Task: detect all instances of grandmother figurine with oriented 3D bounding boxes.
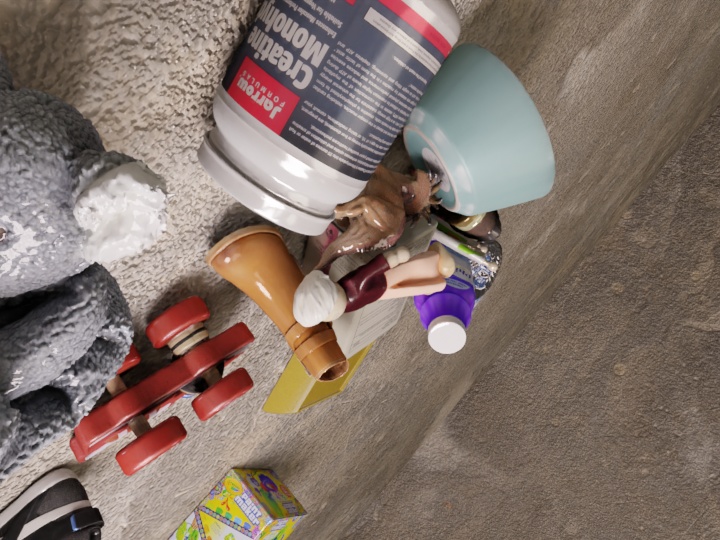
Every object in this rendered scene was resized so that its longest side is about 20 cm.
[{"bbox_3d":[0.015,0.015,0.638,0.198,0.061,0.122,-16,149,-37],"label":"grandmother figurine"}]

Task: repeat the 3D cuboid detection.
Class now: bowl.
[{"bbox_3d":[0.122,-0.146,0.701,0.104,0.202,0.201,-32,155,-6],"label":"bowl"}]

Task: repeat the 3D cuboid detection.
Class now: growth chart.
[{"bbox_3d":[0.127,-0.051,0.859,0.018,0.143,0.200,-59,176,12],"label":"growth chart"}]

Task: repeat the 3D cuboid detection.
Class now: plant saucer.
[{"bbox_3d":[-0.053,0.161,1.030,0.199,0.048,0.202,-8,134,-57],"label":"plant saucer"}]

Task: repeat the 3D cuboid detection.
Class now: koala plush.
[{"bbox_3d":[-0.200,-0.016,0.344,0.202,0.176,0.183,-61,166,26],"label":"koala plush"}]

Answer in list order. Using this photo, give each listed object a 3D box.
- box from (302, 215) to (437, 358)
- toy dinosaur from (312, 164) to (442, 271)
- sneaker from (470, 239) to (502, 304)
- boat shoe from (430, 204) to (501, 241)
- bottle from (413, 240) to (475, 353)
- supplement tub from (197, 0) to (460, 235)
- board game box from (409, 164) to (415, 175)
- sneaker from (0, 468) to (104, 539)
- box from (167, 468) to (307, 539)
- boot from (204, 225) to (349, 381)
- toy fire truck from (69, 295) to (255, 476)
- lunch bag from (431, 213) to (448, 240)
[{"bbox_3d":[0.000,0.000,0.793,0.127,0.109,0.202,-30,151,-38],"label":"box"},{"bbox_3d":[0.025,-0.068,0.665,0.086,0.135,0.202,-38,-158,53],"label":"toy dinosaur"},{"bbox_3d":[0.181,0.020,1.029,0.202,0.075,0.077,-64,176,34],"label":"sneaker"},{"bbox_3d":[0.150,-0.084,0.859,0.073,0.065,0.201,-44,-165,14],"label":"boat shoe"},{"bbox_3d":[0.112,0.032,0.804,0.201,0.082,0.066,-79,-173,-60],"label":"bottle"},{"bbox_3d":[-0.028,-0.145,0.470,0.201,0.140,0.140,-56,156,16],"label":"supplement tub"},{"bbox_3d":[0.151,-0.192,0.886,0.200,0.019,0.103,-47,159,-6],"label":"board game box"},{"bbox_3d":[-0.361,0.318,0.623,0.200,0.112,0.073,-44,156,-12],"label":"sneaker"},{"bbox_3d":[-0.228,0.489,1.124,0.193,0.122,0.200,-47,157,-5],"label":"box"},{"bbox_3d":[-0.076,0.042,0.644,0.073,0.156,0.200,-34,160,11],"label":"boot"},{"bbox_3d":[-0.210,0.125,0.635,0.199,0.113,0.168,-33,177,-32],"label":"toy fire truck"},{"bbox_3d":[0.160,-0.041,1.063,0.159,0.077,0.202,-30,152,-37],"label":"lunch bag"}]
